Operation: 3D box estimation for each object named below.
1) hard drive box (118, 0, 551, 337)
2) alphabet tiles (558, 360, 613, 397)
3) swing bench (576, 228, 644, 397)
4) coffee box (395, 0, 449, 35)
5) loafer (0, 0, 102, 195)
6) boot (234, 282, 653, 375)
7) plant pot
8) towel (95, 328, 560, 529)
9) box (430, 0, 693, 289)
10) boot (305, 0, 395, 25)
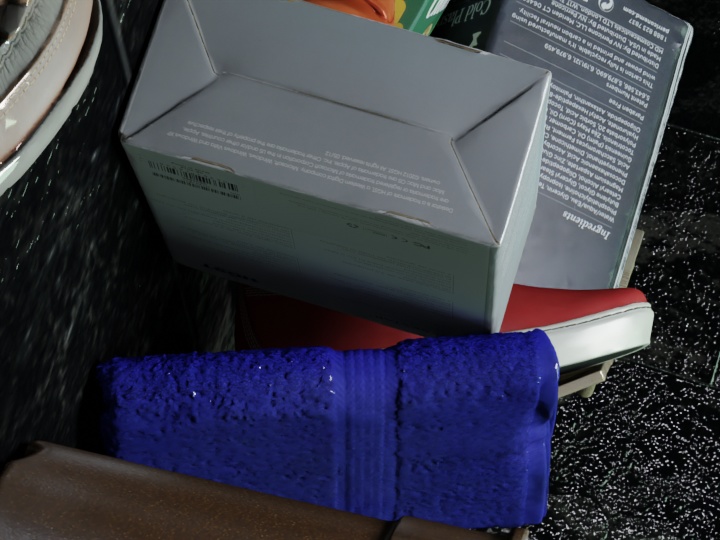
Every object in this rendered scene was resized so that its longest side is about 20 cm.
[{"bbox_3d":[-0.007,-0.040,1.090,0.200,0.155,0.077,86,21,-76],"label":"hard drive box"},{"bbox_3d":[0.048,0.077,1.321,0.200,0.167,0.008,-5,73,-83],"label":"alphabet tiles"},{"bbox_3d":[0.108,0.002,2.034,0.200,0.198,0.130,77,31,-79],"label":"swing bench"},{"bbox_3d":[0.016,-0.134,1.355,0.200,0.044,0.123,-61,177,13],"label":"coffee box"},{"bbox_3d":[-0.093,-0.095,0.630,0.200,0.072,0.063,-75,161,-46],"label":"loafer"},{"bbox_3d":[0.035,-0.012,1.242,0.072,0.199,0.145,65,19,-79],"label":"boot"},{"bbox_3d":[-0.058,0.167,1.001,0.200,0.198,0.201,17,90,-84],"label":"plant pot"},{"bbox_3d":[-0.013,0.070,1.157,0.148,0.199,0.050,90,-5,-57],"label":"towel"},{"bbox_3d":[0.061,-0.054,1.452,0.200,0.124,0.197,-15,-124,62],"label":"box"},{"bbox_3d":[-0.016,-0.128,1.201,0.200,0.075,0.108,-72,173,-85],"label":"boot"}]
